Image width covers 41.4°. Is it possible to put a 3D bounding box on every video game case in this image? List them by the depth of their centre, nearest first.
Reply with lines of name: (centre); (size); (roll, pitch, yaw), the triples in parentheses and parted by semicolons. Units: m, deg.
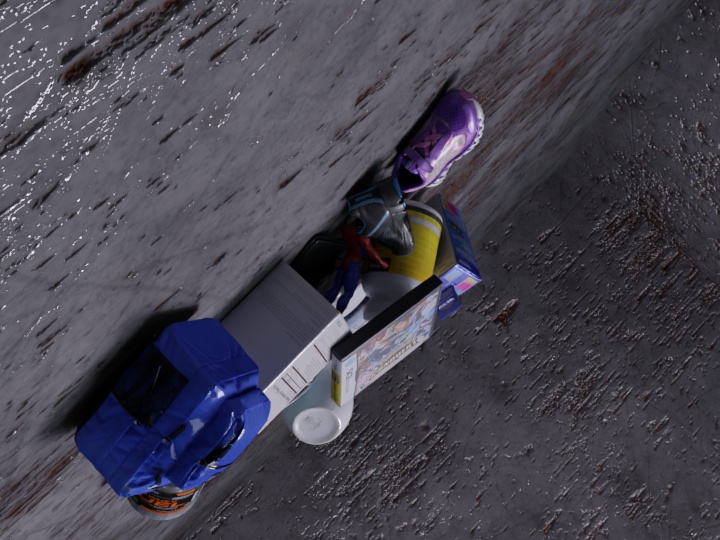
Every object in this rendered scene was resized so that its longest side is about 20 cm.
video game case: (0.038, 0.110, 1.455); (0.200, 0.026, 0.181); (-35, 157, -20)

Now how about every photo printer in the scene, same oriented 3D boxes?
photo printer: (-0.045, 0.037, 1.638); (0.166, 0.069, 0.200); (-53, 169, 34)

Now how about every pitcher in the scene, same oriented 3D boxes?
pitcher: (-0.088, 0.219, 1.639); (0.172, 0.121, 0.200); (-51, -160, 24)

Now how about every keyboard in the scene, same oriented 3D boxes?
keyboard: (-0.101, 0.017, 1.452); (0.200, 0.040, 0.104); (-49, 148, 22)

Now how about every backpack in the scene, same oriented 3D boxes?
backpack: (-0.222, 0.175, 1.106); (0.200, 0.168, 0.163); (-44, 165, 11)

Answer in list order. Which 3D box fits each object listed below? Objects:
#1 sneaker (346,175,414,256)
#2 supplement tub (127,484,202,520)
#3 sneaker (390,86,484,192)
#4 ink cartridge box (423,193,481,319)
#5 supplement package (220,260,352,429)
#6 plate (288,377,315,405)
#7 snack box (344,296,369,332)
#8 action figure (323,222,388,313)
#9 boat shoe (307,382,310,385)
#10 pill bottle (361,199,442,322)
sneaker: (0.031, -0.076, 1.427); (0.082, 0.073, 0.200); (-18, 153, 4)
supplement tub: (-0.292, 0.298, 1.458); (0.123, 0.123, 0.200); (-41, 169, -34)
sneaker: (0.104, -0.179, 1.379); (0.088, 0.081, 0.200); (-30, 164, -38)
ink cartridge box: (0.125, -0.012, 1.652); (0.136, 0.200, 0.076); (-36, 133, 28)
supplement package: (-0.127, 0.110, 1.348); (0.200, 0.121, 0.120); (-45, 160, -8)
plate: (-0.160, 0.195, 1.542); (0.200, 0.026, 0.200); (-18, -156, 8)
snack box: (-0.020, 0.091, 1.791); (0.200, 0.053, 0.142); (-40, -159, 1)
action figure: (0.000, 0.000, 1.503); (0.099, 0.065, 0.200); (2, 108, -44)
boat shoe: (-0.101, 0.145, 1.428); (0.200, 0.070, 0.071); (-58, 144, -14)
pill bottle: (0.064, -0.008, 1.568); (0.112, 0.112, 0.200); (109, -5, -70)
